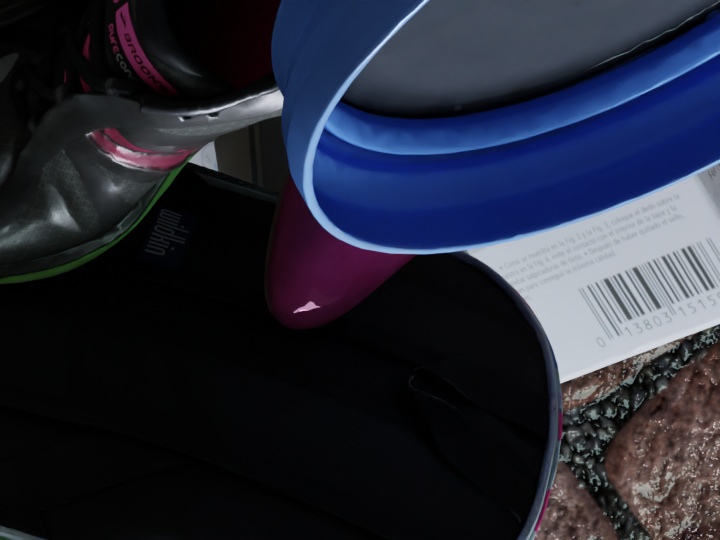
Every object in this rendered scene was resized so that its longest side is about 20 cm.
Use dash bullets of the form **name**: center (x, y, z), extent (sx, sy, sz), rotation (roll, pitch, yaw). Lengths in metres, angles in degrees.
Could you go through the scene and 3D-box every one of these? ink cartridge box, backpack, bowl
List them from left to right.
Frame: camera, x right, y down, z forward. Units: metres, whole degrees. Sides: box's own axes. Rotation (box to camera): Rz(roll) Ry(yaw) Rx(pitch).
- **backpack**: center (-0.043, 0.061, 0.776), extent (0.199, 0.151, 0.178), rotation (11, -136, 4)
- **ink cartridge box**: center (0.027, -0.037, 0.900), extent (0.199, 0.174, 0.044), rotation (-23, -165, 37)
- **bowl**: center (0.069, -0.073, 0.624), extent (0.200, 0.040, 0.201), rotation (-23, 160, -9)

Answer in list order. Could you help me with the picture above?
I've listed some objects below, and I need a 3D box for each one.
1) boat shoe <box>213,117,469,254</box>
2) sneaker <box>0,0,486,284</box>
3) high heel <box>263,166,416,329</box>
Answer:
- **boat shoe**: center (0.000, -0.001, 0.863), extent (0.071, 0.202, 0.070), rotation (8, -150, 34)
- **sneaker**: center (-0.057, -0.059, 0.688), extent (0.199, 0.077, 0.084), rotation (-26, 161, 14)
- **high heel**: center (0.055, -0.052, 0.739), extent (0.200, 0.096, 0.068), rotation (-56, 150, -23)
